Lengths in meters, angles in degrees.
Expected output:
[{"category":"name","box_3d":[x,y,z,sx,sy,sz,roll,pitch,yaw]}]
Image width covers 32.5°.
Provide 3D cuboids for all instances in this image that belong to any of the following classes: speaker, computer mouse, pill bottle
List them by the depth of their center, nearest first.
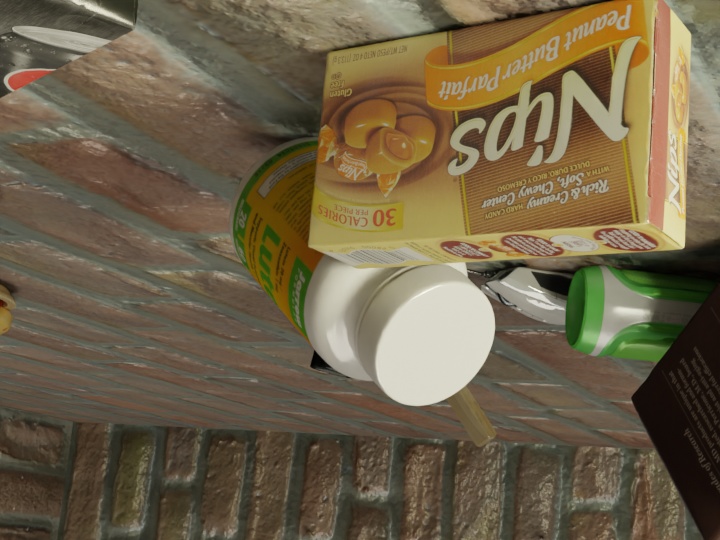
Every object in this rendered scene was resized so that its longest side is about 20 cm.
[{"category":"pill bottle","box_3d":[0.000,0.000,0.794,0.110,0.112,0.200,14,-162,-35]},{"category":"speaker","box_3d":[0.292,0.045,1.127,0.197,0.090,0.088,6,167,-4]},{"category":"computer mouse","box_3d":[0.154,0.024,1.182,0.197,0.044,0.110,8,166,-10]}]

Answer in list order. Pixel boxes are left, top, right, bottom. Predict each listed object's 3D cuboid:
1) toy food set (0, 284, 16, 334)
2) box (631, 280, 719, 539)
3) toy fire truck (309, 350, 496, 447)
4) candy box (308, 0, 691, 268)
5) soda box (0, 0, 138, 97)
[{"category":"toy food set","box_3d":[-0.521,0.035,1.508,0.196,0.049,0.200,10,167,-17]},{"category":"box","box_3d":[0.359,0.105,0.993,0.164,0.165,0.201,10,126,-26]},{"category":"toy fire truck","box_3d":[0.061,0.092,1.240,0.198,0.130,0.176,16,171,-12]},{"category":"candy box","box_3d":[0.070,-0.067,0.653,0.198,0.117,0.055,-3,166,33]},{"category":"soda box","box_3d":[-0.182,-0.131,0.600,0.070,0.064,0.199,15,164,-38]}]
